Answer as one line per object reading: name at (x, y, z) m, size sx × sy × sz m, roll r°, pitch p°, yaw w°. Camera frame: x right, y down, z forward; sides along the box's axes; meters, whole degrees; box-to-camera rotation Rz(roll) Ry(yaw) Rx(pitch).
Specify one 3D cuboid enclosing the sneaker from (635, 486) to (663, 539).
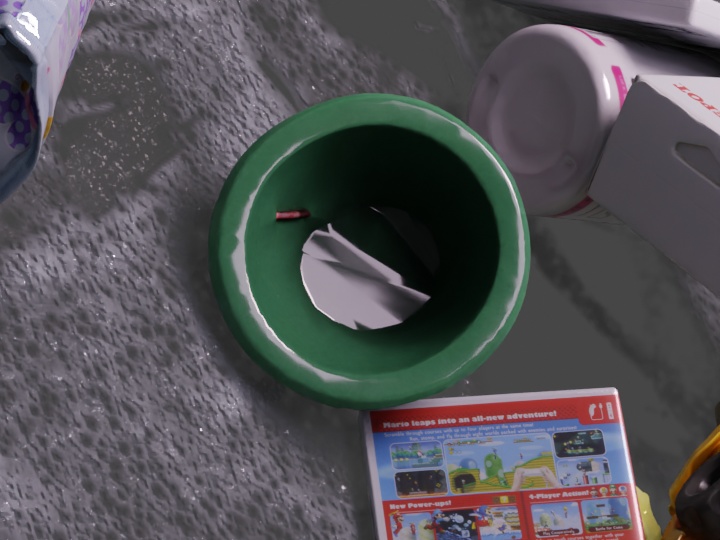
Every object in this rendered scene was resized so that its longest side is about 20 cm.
sneaker at (0.154, 0.207, 1.544) m, size 0.105 × 0.076 × 0.201 m, roll 40°, pitch 39°, yaw -22°

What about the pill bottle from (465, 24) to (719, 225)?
pill bottle at (0.168, -0.084, 1.745) m, size 0.199 × 0.113 × 0.114 m, roll 5°, pitch 60°, yaw -47°

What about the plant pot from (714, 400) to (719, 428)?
plant pot at (0.335, 0.114, 1.740) m, size 0.199 × 0.200 × 0.178 m, roll 2°, pitch 49°, yaw -48°

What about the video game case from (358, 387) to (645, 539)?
video game case at (0.080, 0.156, 1.479) m, size 0.142 × 0.017 × 0.201 m, roll -3°, pitch 59°, yaw -8°

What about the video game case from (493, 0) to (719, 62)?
video game case at (0.192, -0.153, 1.779) m, size 0.181 × 0.199 × 0.024 m, roll 14°, pitch 90°, yaw -43°

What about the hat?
hat at (0.000, 0.000, 1.574) m, size 0.199 × 0.176 × 0.166 m, roll -26°, pitch 85°, yaw -16°

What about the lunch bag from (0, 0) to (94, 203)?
lunch bag at (-0.192, -0.107, 1.282) m, size 0.127 × 0.200 × 0.170 m, roll 38°, pitch 41°, yaw -23°

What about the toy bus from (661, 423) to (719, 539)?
toy bus at (0.235, 0.124, 1.569) m, size 0.200 × 0.192 × 0.136 m, roll -43°, pitch 103°, yaw -14°

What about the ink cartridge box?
ink cartridge box at (0.251, -0.044, 1.651) m, size 0.199 × 0.083 × 0.147 m, roll -1°, pitch 32°, yaw -45°
